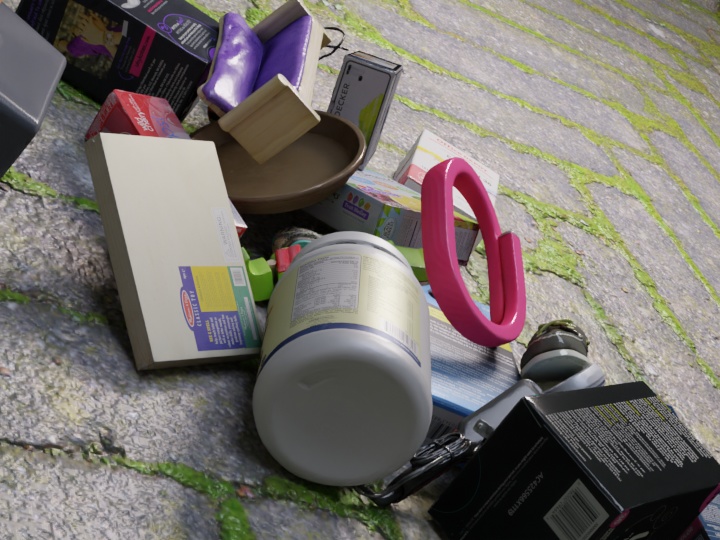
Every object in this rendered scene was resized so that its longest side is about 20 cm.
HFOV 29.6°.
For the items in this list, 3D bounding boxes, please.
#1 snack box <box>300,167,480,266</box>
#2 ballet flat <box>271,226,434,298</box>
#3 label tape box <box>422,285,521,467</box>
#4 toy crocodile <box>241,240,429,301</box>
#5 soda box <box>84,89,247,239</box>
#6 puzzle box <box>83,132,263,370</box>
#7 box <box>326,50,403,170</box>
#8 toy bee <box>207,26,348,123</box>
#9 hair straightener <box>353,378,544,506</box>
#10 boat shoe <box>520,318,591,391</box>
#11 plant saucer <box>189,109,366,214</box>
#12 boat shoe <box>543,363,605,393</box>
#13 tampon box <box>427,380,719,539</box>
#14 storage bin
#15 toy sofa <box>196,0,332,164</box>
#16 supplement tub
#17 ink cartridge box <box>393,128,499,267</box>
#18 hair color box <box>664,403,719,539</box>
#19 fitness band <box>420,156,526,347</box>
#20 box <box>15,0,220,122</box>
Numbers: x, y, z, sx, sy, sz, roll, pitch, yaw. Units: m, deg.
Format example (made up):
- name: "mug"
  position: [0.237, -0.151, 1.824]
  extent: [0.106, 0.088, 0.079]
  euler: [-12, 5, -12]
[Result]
- name: "snack box"
  position: [0.009, -0.069, 1.438]
  extent: [0.142, 0.053, 0.200]
  euler: [11, 13, -42]
- name: "ballet flat"
  position: [0.000, 0.000, 1.378]
  extent: [0.199, 0.068, 0.075]
  euler: [22, 14, -20]
- name: "label tape box"
  position: [0.082, 0.096, 1.304]
  extent: [0.144, 0.063, 0.201]
  euler: [24, 28, -22]
- name: "toy crocodile"
  position: [-0.026, -0.001, 1.287]
  extent: [0.198, 0.062, 0.068]
  euler: [-4, 34, -7]
- name: "soda box"
  position: [-0.187, -0.086, 1.296]
  extent: [0.070, 0.064, 0.200]
  euler: [6, 38, -44]
- name: "puzzle box"
  position: [-0.156, -0.017, 1.157]
  extent: [0.133, 0.025, 0.201]
  euler: [0, 71, -50]
- name: "box"
  position: [0.000, -0.186, 1.562]
  extent: [0.060, 0.117, 0.200]
  euler: [19, 10, 1]
- name: "toy bee"
  position: [-0.088, -0.184, 1.549]
  extent: [0.199, 0.109, 0.131]
  euler: [-19, 46, -24]
- name: "hair straightener"
  position: [0.080, 0.142, 1.150]
  extent: [0.199, 0.077, 0.041]
  euler: [-22, 67, -28]
- name: "boat shoe"
  position: [0.197, 0.083, 1.375]
  extent: [0.202, 0.072, 0.061]
  euler: [43, 40, -73]
- name: "plant saucer"
  position: [-0.092, -0.111, 1.385]
  extent: [0.198, 0.030, 0.201]
  euler: [-3, 33, 2]
- name: "boat shoe"
  position: [0.209, 0.137, 1.302]
  extent: [0.067, 0.073, 0.200]
  euler: [61, 3, 11]
- name: "tampon box"
  position: [0.191, 0.194, 1.168]
  extent: [0.199, 0.150, 0.126]
  euler: [0, 43, -49]
- name: "storage bin"
  position: [-0.339, -0.176, 1.200]
  extent: [0.134, 0.146, 0.200]
  euler: [36, 24, -21]
- name: "toy sofa"
  position: [-0.094, -0.209, 1.389]
  extent: [0.098, 0.083, 0.201]
  euler: [47, 25, -25]
- name: "supplement tub"
  position: [-0.012, 0.068, 1.149]
  extent: [0.144, 0.145, 0.200]
  euler: [28, 27, -13]
- name: "ink cartridge box"
  position: [0.101, -0.098, 1.646]
  extent: [0.116, 0.068, 0.200]
  euler: [32, 26, -6]
- name: "hair color box"
  position: [0.285, 0.223, 1.288]
  extent: [0.060, 0.100, 0.201]
  euler: [18, 30, -27]
- name: "fitness band"
  position: [0.111, -0.018, 1.327]
  extent: [0.143, 0.037, 0.201]
  euler: [39, 39, -42]
- name: "box"
  position: [-0.251, -0.247, 1.439]
  extent: [0.199, 0.106, 0.122]
  euler: [33, 26, -5]
